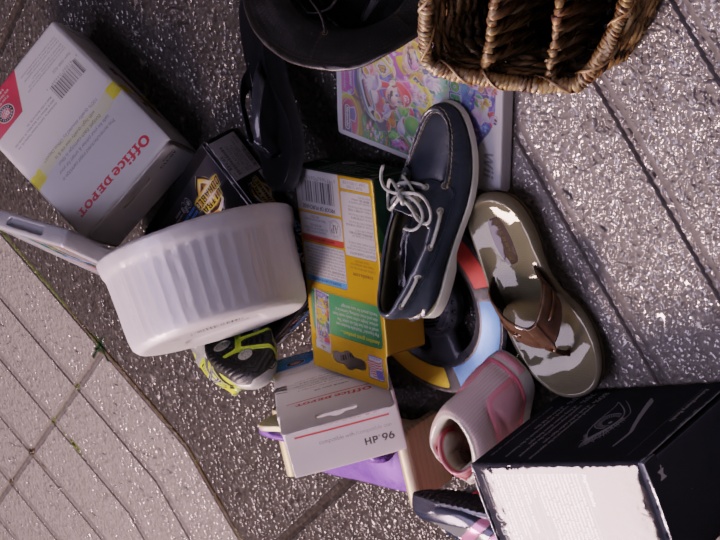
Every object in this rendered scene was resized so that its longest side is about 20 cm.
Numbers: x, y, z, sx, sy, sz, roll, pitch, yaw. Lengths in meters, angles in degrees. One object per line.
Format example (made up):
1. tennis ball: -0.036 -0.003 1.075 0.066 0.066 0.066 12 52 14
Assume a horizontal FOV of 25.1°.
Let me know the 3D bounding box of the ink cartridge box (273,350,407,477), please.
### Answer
1. ink cartridge box: -0.021 0.137 1.577 0.200 0.115 0.069 -105 0 -73

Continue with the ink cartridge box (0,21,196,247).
1. ink cartridge box: -0.297 -0.145 1.752 0.145 0.083 0.200 -47 72 8

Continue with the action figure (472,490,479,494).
1. action figure: 0.158 0.259 1.595 0.199 0.052 0.066 12 126 45

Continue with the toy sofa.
1. toy sofa: -0.010 0.190 1.691 0.199 0.097 0.084 7 118 44

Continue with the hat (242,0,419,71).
1. hat: 0.002 -0.242 1.406 0.200 0.201 0.081 32 173 30

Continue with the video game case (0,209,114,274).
1. video game case: -0.280 -0.012 1.746 0.181 0.199 0.024 14 80 51

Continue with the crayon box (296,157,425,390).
1. crayon box: 0.000 0.000 1.538 0.125 0.051 0.202 14 114 51

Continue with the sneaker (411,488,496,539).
1. sneaker: 0.130 0.263 1.523 0.198 0.070 0.083 14 100 32

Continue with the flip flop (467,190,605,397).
1. flip flop: 0.148 0.025 1.432 0.081 0.058 0.202 -21 99 31

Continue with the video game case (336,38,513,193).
1. video game case: 0.055 -0.163 1.463 0.199 0.018 0.145 25 129 36

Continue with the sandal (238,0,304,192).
1. sandal: -0.097 -0.171 1.553 0.076 0.042 0.202 -26 73 60

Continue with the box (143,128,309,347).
1. box: -0.130 -0.018 1.733 0.199 0.049 0.200 55 142 8

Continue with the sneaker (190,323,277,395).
1. sneaker: -0.125 0.092 1.688 0.077 0.075 0.200 63 167 -20

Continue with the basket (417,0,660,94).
1. basket: 0.142 -0.233 1.222 0.142 0.148 0.202 30 132 31

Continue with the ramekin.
1. ramekin: -0.147 0.012 1.565 0.200 0.199 0.099 -27 79 51

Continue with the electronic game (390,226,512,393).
1. electronic game: 0.066 0.025 1.550 0.199 0.041 0.202 27 131 35

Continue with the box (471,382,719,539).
1. box: 0.222 0.177 1.391 0.199 0.147 0.105 -8 108 50

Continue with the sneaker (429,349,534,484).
1. sneaker: 0.112 0.171 1.517 0.075 0.105 0.201 32 149 30

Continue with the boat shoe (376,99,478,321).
1. boat shoe: 0.053 -0.052 1.441 0.075 0.061 0.202 33 118 45
